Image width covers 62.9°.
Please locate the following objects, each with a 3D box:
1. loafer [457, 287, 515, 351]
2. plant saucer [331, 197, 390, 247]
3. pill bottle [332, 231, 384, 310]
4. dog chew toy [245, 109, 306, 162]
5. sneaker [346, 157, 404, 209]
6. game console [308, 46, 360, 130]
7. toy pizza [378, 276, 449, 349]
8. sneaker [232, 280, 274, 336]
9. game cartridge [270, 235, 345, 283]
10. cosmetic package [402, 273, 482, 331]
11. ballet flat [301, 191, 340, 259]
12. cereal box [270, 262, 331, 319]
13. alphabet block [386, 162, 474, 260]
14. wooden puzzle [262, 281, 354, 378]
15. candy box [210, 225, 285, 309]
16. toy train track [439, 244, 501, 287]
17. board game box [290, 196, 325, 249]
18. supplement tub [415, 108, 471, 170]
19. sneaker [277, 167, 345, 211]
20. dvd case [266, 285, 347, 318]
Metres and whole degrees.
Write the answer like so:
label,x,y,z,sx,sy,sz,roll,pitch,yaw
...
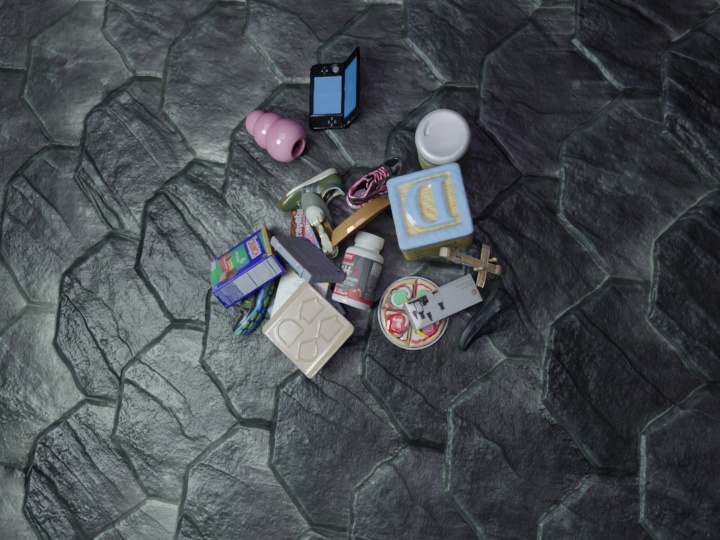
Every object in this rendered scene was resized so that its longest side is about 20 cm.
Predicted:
label,x,y,z,sx,sy,sz,roll,pitch,yaw
loafer,0.333,0.138,1.568,0.070,0.068,0.201,37,87,21
plant saucer,-0.004,-0.137,1.592,0.199,0.200,0.038,-37,92,3
pill bottle,0.000,0.000,1.622,0.109,0.111,0.202,16,86,11
dog chew toy,-0.254,-0.402,1.715,0.199,0.124,0.125,34,90,20
sneaker,0.042,-0.252,1.655,0.199,0.095,0.079,-39,77,2
game console,-0.077,-0.523,1.696,0.170,0.119,0.203,0,82,9
toy pizza,0.145,0.116,1.623,0.197,0.032,0.203,-1,83,10
sneaker,-0.315,0.094,1.693,0.082,0.071,0.202,20,85,24
game cartridge,-0.146,-0.029,1.589,0.200,0.129,0.039,43,123,37
cosmetic package,0.221,0.087,1.581,0.198,0.051,0.083,-24,83,-8
ballet flat,-0.109,-0.124,1.640,0.067,0.064,0.202,-20,109,12
cereal box,-0.169,0.092,1.656,0.142,0.040,0.203,12,86,10
alphabet block,0.188,-0.150,1.563,0.194,0.200,0.198,-11,80,8
wooden puzzle,-0.141,0.161,1.607,0.200,0.046,0.185,43,90,12
candy box,-0.319,-0.011,1.652,0.199,0.170,0.077,-32,124,3
toy train track,0.300,-0.025,1.558,0.198,0.032,0.116,16,78,-23
board game box,-0.153,-0.126,1.711,0.102,0.019,0.203,0,83,11
supplement tub,0.223,-0.330,1.579,0.143,0.200,0.147,-1,83,9
sneaker,-0.133,-0.206,1.672,0.199,0.067,0.090,-31,73,1
dvd case,-0.154,0.116,1.681,0.199,0.018,0.144,-34,78,5
